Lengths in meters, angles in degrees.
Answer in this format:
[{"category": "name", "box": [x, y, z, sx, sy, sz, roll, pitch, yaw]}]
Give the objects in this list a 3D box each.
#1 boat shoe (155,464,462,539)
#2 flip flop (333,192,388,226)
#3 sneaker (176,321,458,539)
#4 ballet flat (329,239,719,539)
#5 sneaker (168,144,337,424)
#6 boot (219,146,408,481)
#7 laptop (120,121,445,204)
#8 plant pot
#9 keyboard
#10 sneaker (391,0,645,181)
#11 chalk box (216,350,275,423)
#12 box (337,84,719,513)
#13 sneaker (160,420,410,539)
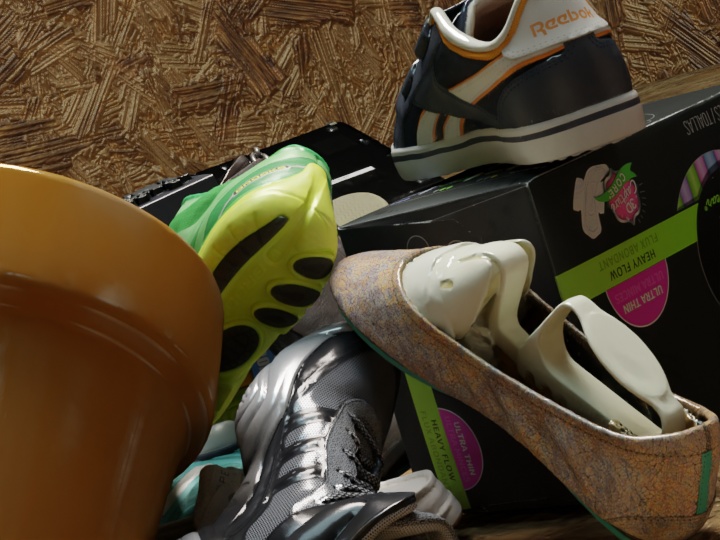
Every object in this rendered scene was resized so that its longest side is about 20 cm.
[{"category": "boat shoe", "box": [-0.055, 0.119, 0.885, 0.198, 0.070, 0.071, -19, 5, -2]}, {"category": "flip flop", "box": [-0.062, -0.019, 1.077, 0.199, 0.058, 0.081, -14, 17, -36]}, {"category": "sneaker", "box": [-0.002, 0.094, 0.790, 0.113, 0.076, 0.201, -7, 36, 35]}, {"category": "ballet flat", "box": [0.068, 0.029, 0.801, 0.199, 0.068, 0.068, 36, 43, 29]}, {"category": "sneaker", "box": [-0.072, 0.017, 0.923, 0.200, 0.074, 0.084, -40, 20, 34]}, {"category": "boot", "box": [0.000, 0.000, 1.024, 0.200, 0.174, 0.069, -36, -13, -48]}, {"category": "laptop", "box": [-0.065, -0.017, 1.257, 0.176, 0.104, 0.200, -23, 33, -27]}, {"category": "plant pot", "box": [-0.158, 0.089, 0.792, 0.198, 0.185, 0.201, 1, -34, 1]}, {"category": "keyboard", "box": [-0.162, -0.007, 1.033, 0.199, 0.021, 0.127, -27, 17, -25]}, {"category": "sneaker", "box": [0.063, -0.089, 0.907, 0.078, 0.080, 0.200, -22, 6, -21]}, {"category": "chalk box", "box": [-0.026, 0.046, 1.200, 0.198, 0.125, 0.125, -19, 6, 6]}, {"category": "box", "box": [0.113, 0.010, 0.947, 0.124, 0.150, 0.199, -12, 10, 44]}, {"category": "sneaker", "box": [-0.041, 0.113, 0.995, 0.199, 0.078, 0.079, -19, 33, -34]}]
